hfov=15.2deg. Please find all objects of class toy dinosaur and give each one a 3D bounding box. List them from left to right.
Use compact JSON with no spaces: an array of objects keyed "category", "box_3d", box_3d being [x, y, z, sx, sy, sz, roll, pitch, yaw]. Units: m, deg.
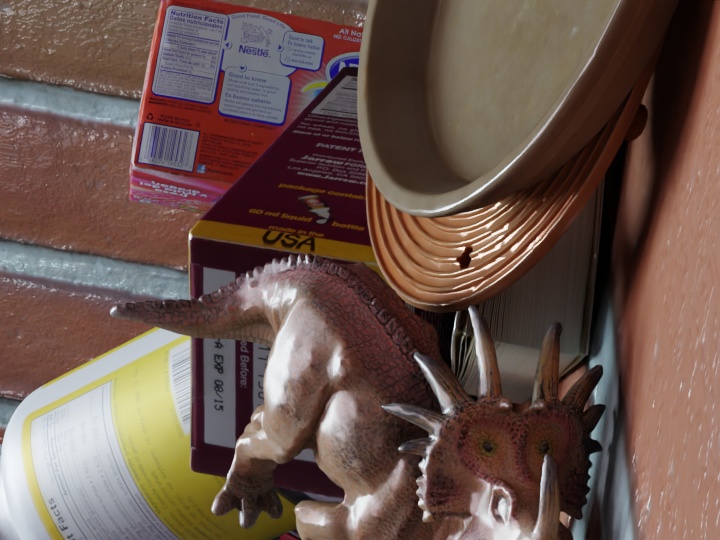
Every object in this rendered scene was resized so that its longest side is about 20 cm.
[{"category":"toy dinosaur","box_3d":[0.009,0.044,0.900,0.086,0.200,0.136,-37,-20,-30]}]

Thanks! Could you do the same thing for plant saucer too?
[{"category":"plant saucer","box_3d":[0.059,-0.109,0.896,0.200,0.029,0.200,-46,33,42]}]

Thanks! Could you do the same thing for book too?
[{"category":"book","box_3d":[0.068,-0.024,1.051,0.200,0.048,0.134,90,-170,-82]}]

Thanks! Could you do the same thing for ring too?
[{"category":"ring","box_3d":[0.059,-0.080,0.933,0.200,0.019,0.201,-45,34,43]}]

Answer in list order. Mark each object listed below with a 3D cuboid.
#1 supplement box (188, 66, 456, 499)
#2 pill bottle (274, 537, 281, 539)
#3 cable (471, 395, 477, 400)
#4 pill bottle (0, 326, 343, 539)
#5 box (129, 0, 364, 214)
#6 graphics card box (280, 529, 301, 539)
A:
[{"category":"supplement box","box_3d":[0.000,0.000,1.140,0.200,0.086,0.110,-53,-32,-60]},{"category":"pill bottle","box_3d":[-0.072,0.195,1.339,0.111,0.111,0.200,102,147,-53]},{"category":"cable","box_3d":[0.025,0.024,1.297,0.200,0.097,0.050,-98,29,-72]},{"category":"pill bottle","box_3d":[-0.095,0.089,1.254,0.200,0.112,0.112,-27,34,28]},{"category":"box","box_3d":[-0.020,-0.075,1.450,0.095,0.200,0.100,121,159,-79]},{"category":"graphics card box","box_3d":[-0.033,0.202,1.532,0.051,0.125,0.200,-62,-4,-19]}]
